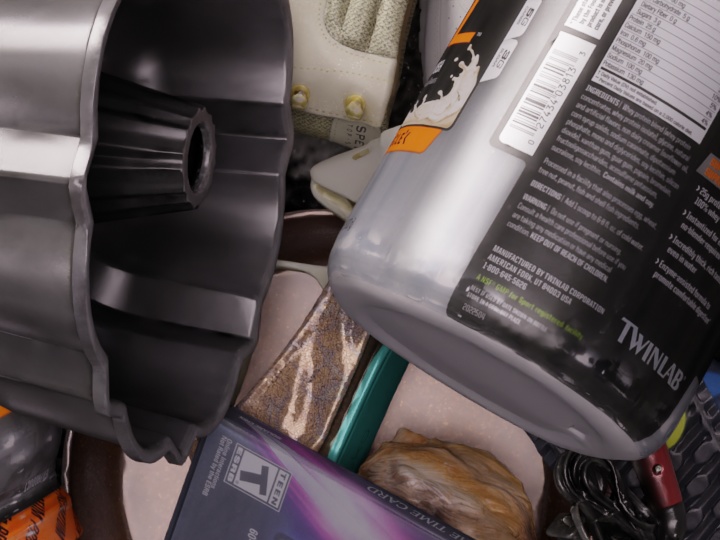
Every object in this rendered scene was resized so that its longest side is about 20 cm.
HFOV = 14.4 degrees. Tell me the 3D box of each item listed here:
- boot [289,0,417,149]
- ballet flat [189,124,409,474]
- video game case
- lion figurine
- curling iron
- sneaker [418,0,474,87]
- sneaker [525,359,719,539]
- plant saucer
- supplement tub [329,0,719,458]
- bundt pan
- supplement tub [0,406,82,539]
[{"bbox_3d":[-0.065,-0.064,1.053,0.154,0.072,0.201,20,89,0],"label":"boot"},{"bbox_3d":[0.000,0.000,1.019,0.067,0.068,0.200,30,87,18],"label":"ballet flat"},{"bbox_3d":[0.011,0.153,0.979,0.200,0.019,0.143,28,111,20],"label":"video game case"},{"bbox_3d":[0.030,0.165,1.012,0.122,0.072,0.201,20,94,11],"label":"lion figurine"},{"bbox_3d":[0.074,0.011,0.983,0.049,0.026,0.201,-15,95,-35],"label":"curling iron"},{"bbox_3d":[0.072,-0.137,1.044,0.076,0.081,0.201,20,91,1],"label":"sneaker"},{"bbox_3d":[0.131,0.070,1.041,0.200,0.078,0.066,37,106,-1],"label":"sneaker"},{"bbox_3d":[-0.010,0.078,1.065,0.200,0.034,0.201,0,89,3],"label":"plant saucer"},{"bbox_3d":[0.087,-0.051,0.909,0.122,0.123,0.200,30,79,2],"label":"supplement tub"},{"bbox_3d":[-0.087,-0.039,0.928,0.076,0.202,0.203,5,89,15],"label":"bundt pan"},{"bbox_3d":[-0.183,0.025,0.983,0.122,0.123,0.200,-27,93,1],"label":"supplement tub"}]
